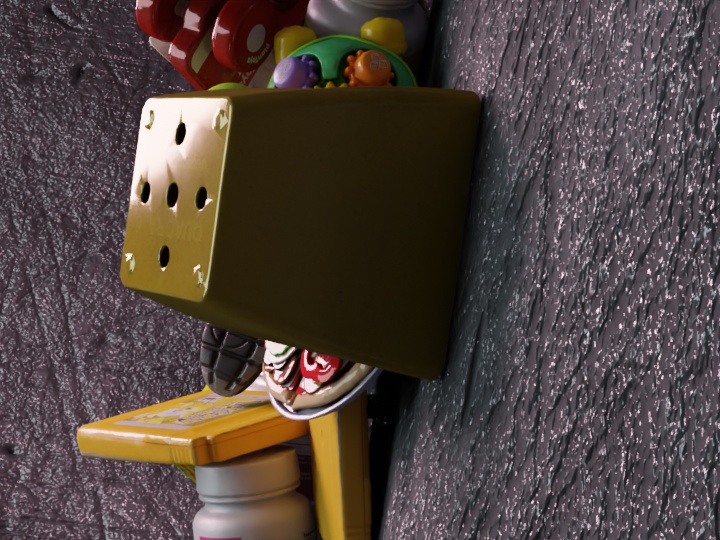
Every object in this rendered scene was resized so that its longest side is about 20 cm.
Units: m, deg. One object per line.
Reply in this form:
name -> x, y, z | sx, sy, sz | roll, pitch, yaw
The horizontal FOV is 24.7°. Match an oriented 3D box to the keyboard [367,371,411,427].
keyboard -> 0.022, 0.071, 1.352 | 0.200, 0.021, 0.128 | -175, 93, -85

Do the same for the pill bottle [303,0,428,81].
pill bottle -> 0.000, -0.189, 1.468 | 0.111, 0.111, 0.201 | -90, 10, -53

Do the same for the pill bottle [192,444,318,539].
pill bottle -> -0.093, 0.268, 1.510 | 0.113, 0.113, 0.201 | -152, 55, -83

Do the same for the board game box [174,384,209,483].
board game box -> -0.117, 0.146, 1.776 | 0.048, 0.102, 0.200 | 12, 61, 49

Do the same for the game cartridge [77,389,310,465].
game cartridge -> -0.140, 0.145, 1.550 | 0.200, 0.176, 0.033 | -5, 96, 48

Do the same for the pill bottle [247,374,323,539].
pill bottle -> -0.079, 0.176, 1.707 | 0.114, 0.114, 0.201 | -148, 66, -83

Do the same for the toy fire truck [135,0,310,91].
toy fire truck -> -0.095, -0.236, 1.465 | 0.200, 0.112, 0.168 | -61, -27, -11

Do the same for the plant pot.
plant pot -> -0.056, -0.042, 1.156 | 0.200, 0.176, 0.201 | 9, 90, 56

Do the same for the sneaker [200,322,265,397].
sneaker -> -0.088, 0.031, 1.578 | 0.201, 0.075, 0.079 | -67, -18, -7

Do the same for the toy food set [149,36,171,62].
toy food set -> -0.117, -0.256, 1.718 | 0.144, 0.060, 0.200 | -49, -28, 10

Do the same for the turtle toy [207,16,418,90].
turtle toy -> -0.039, -0.128, 1.368 | 0.101, 0.199, 0.146 | -63, -32, -73

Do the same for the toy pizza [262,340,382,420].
toy pizza -> -0.019, 0.024, 1.303 | 0.200, 0.032, 0.201 | -38, 35, 34

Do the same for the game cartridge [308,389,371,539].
game cartridge -> -0.018, 0.142, 1.407 | 0.176, 0.032, 0.201 | -146, 51, -78
